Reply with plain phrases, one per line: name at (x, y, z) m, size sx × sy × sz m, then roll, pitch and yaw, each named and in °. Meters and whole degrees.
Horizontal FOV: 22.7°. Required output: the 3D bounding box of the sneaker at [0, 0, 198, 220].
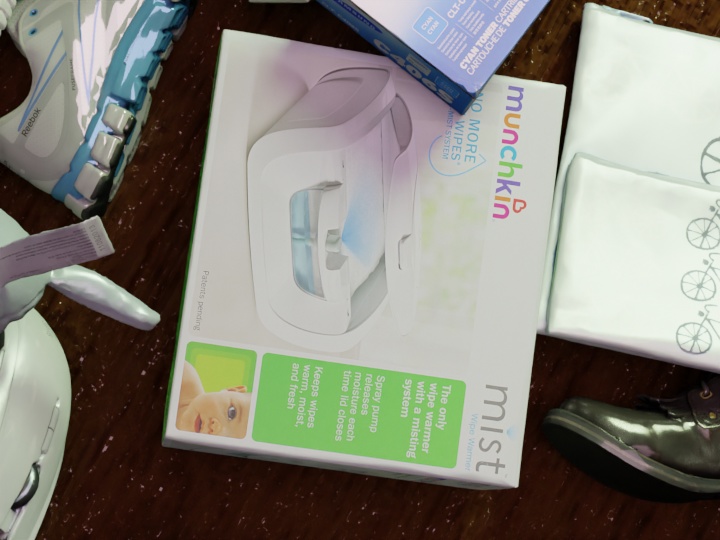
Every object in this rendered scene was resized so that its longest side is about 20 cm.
sneaker at (-0.131, -0.133, 0.905) m, size 0.086 × 0.075 × 0.201 m, roll 24°, pitch 81°, yaw 0°

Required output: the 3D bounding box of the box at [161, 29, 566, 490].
box at (0.000, 0.000, 0.898) m, size 0.175 × 0.097 × 0.202 m, roll 9°, pitch 82°, yaw -5°

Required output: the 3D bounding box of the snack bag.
snack bag at (0.194, -0.039, 0.932) m, size 0.187 × 0.021 × 0.202 m, roll 12°, pitch 67°, yaw 0°

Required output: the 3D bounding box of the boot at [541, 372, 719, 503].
boot at (0.203, 0.041, 0.946) m, size 0.198 × 0.069 × 0.176 m, roll 17°, pitch 77°, yaw -11°

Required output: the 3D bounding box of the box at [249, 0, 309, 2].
box at (-0.058, -0.225, 0.857) m, size 0.039 × 0.041 × 0.201 m, roll -48°, pitch 131°, yaw -40°

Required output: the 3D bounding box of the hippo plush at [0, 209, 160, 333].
hippo plush at (-0.218, -0.047, 0.797) m, size 0.198 × 0.160 × 0.162 m, roll -18°, pitch 59°, yaw 2°

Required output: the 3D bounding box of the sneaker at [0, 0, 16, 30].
sneaker at (-0.244, -0.200, 0.887) m, size 0.079 × 0.129 × 0.201 m, roll -35°, pitch 116°, yaw -44°

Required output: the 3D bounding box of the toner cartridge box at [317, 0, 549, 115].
toner cartridge box at (0.074, -0.184, 0.855) m, size 0.095 × 0.043 × 0.201 m, roll 37°, pitch 83°, yaw 0°

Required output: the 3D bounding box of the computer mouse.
computer mouse at (-0.163, 0.089, 0.842) m, size 0.044 × 0.110 × 0.201 m, roll -13°, pitch 59°, yaw 15°
